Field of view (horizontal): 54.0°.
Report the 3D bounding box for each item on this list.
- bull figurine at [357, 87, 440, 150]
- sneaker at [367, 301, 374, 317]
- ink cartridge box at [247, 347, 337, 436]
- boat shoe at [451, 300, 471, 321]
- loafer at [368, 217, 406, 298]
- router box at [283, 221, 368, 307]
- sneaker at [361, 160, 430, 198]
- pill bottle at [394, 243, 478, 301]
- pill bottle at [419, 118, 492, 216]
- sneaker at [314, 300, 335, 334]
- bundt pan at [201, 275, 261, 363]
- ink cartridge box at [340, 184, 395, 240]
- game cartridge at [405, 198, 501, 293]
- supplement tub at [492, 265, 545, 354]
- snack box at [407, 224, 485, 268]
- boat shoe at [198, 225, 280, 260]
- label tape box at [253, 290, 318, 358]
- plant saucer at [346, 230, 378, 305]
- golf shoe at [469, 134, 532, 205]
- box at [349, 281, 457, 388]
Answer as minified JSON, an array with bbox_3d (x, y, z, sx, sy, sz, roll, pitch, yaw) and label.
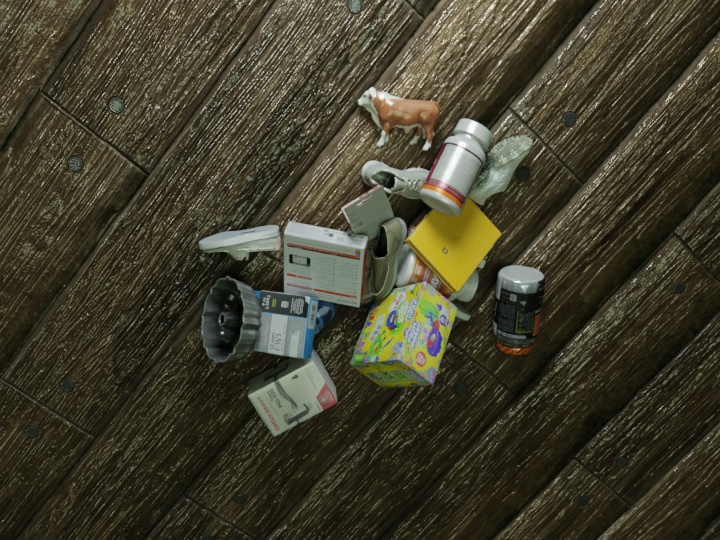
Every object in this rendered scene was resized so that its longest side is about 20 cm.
[{"bbox_3d":[0.087,-0.349,1.625,0.193,0.066,0.125,5,114,-6],"label":"bull figurine"},{"bbox_3d":[0.059,0.178,1.811,0.072,0.081,0.204,-31,99,-37],"label":"sneaker"},{"bbox_3d":[-0.176,0.314,1.832,0.196,0.085,0.148,-27,111,6],"label":"ink cartridge box"},{"bbox_3d":[0.186,0.094,1.805,0.195,0.071,0.065,23,107,-6],"label":"boat shoe"},{"bbox_3d":[0.050,-0.030,1.685,0.068,0.075,0.206,-2,114,-37],"label":"loafer"},{"bbox_3d":[-0.086,-0.013,1.683,0.194,0.049,0.183,11,129,6],"label":"router box"},{"bbox_3d":[0.100,-0.203,1.665,0.194,0.092,0.078,7,109,-11],"label":"sneaker"},{"bbox_3d":[0.187,0.011,1.743,0.195,0.113,0.115,16,109,-17],"label":"pill bottle"},{"bbox_3d":[0.224,-0.238,1.634,0.108,0.109,0.204,29,83,-17],"label":"pill bottle"},{"bbox_3d":[-0.146,0.144,1.772,0.197,0.083,0.075,-30,110,3],"label":"sneaker"},{"bbox_3d":[-0.302,0.122,1.695,0.074,0.202,0.206,11,113,-40],"label":"bundt pan"},{"bbox_3d":[0.015,-0.139,1.632,0.107,0.051,0.201,-31,155,-1],"label":"ink cartridge box"},{"bbox_3d":[0.225,-0.079,1.699,0.176,0.032,0.201,45,67,-7],"label":"game cartridge"},{"bbox_3d":[0.401,0.101,1.802,0.118,0.123,0.206,0,111,-7],"label":"supplement tub"},{"bbox_3d":[0.212,-0.059,1.745,0.195,0.072,0.025,20,108,-14],"label":"snack box"},{"bbox_3d":[-0.286,-0.056,1.689,0.194,0.071,0.072,-11,110,-10],"label":"boat shoe"},{"bbox_3d":[-0.208,0.127,1.707,0.194,0.066,0.148,6,86,16],"label":"label tape box"},{"bbox_3d":[0.000,0.000,1.761,0.194,0.037,0.207,-2,110,-6],"label":"plant saucer"},{"bbox_3d":[0.338,-0.241,1.704,0.198,0.079,0.097,-36,129,12],"label":"golf shoe"},{"bbox_3d":[0.102,0.156,1.675,0.121,0.191,0.204,36,62,-25],"label":"box"}]
